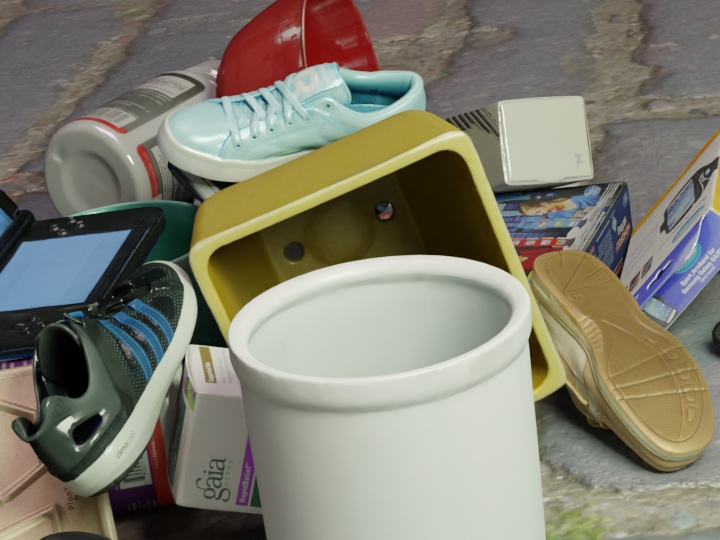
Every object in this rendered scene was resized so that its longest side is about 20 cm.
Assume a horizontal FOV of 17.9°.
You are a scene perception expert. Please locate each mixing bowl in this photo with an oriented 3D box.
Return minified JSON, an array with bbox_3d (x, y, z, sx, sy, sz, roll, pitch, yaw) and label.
[{"bbox_3d":[-0.058,-0.149,1.994,0.108,0.201,0.200,-11,20,20],"label":"mixing bowl"}]

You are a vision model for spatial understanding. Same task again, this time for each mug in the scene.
[{"bbox_3d":[-0.174,0.023,1.700,0.151,0.115,0.185,-12,22,-10],"label":"mug"}]

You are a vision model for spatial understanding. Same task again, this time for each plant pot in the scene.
[{"bbox_3d":[0.000,0.000,1.553,0.195,0.195,0.200,-23,21,0],"label":"plant pot"}]

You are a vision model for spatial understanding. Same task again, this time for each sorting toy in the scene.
[{"bbox_3d":[-0.253,0.156,1.395,0.199,0.037,0.186,-13,64,-7],"label":"sorting toy"}]

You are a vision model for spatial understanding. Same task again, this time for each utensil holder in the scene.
[{"bbox_3d":[0.022,0.116,1.298,0.169,0.201,0.170,-7,21,3],"label":"utensil holder"}]

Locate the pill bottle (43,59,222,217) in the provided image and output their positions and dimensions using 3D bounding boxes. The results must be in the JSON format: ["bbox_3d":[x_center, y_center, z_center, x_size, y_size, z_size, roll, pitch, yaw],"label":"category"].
[{"bbox_3d":[-0.178,-0.109,2.024,0.114,0.114,0.200,7,26,33],"label":"pill bottle"}]

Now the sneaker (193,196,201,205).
[{"bbox_3d":[-0.046,-0.073,1.871,0.198,0.130,0.080,-2,24,13],"label":"sneaker"}]

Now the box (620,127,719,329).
[{"bbox_3d":[0.240,-0.022,1.680,0.041,0.119,0.200,35,27,-6],"label":"box"}]

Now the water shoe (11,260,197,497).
[{"bbox_3d":[-0.155,0.046,1.397,0.071,0.079,0.200,-33,27,28],"label":"water shoe"}]

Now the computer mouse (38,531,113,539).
[{"bbox_3d":[-0.220,0.228,1.304,0.140,0.046,0.200,5,41,19],"label":"computer mouse"}]

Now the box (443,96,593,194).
[{"bbox_3d":[0.107,-0.093,1.851,0.082,0.069,0.200,-5,-2,-24],"label":"box"}]

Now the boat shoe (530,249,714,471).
[{"bbox_3d":[0.173,0.070,1.534,0.073,0.069,0.200,-8,42,-20],"label":"boat shoe"}]

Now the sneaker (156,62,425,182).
[{"bbox_3d":[-0.047,-0.118,1.629,0.199,0.082,0.074,-7,47,-23],"label":"sneaker"}]

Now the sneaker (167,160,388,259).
[{"bbox_3d":[-0.045,-0.083,1.707,0.077,0.146,0.202,43,7,39],"label":"sneaker"}]

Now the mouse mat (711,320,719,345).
[{"bbox_3d":[0.363,0.017,1.591,0.200,0.008,0.161,-38,38,-20],"label":"mouse mat"}]

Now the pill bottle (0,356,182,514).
[{"bbox_3d":[-0.210,0.112,1.499,0.199,0.113,0.113,-9,22,-5],"label":"pill bottle"}]

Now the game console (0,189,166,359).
[{"bbox_3d":[-0.247,-0.031,1.555,0.170,0.119,0.200,-7,25,16],"label":"game console"}]

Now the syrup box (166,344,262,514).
[{"bbox_3d":[-0.017,0.106,1.424,0.199,0.079,0.081,7,20,-12],"label":"syrup box"}]

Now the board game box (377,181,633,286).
[{"bbox_3d":[0.089,-0.003,1.747,0.199,0.062,0.200,0,24,22],"label":"board game box"}]
